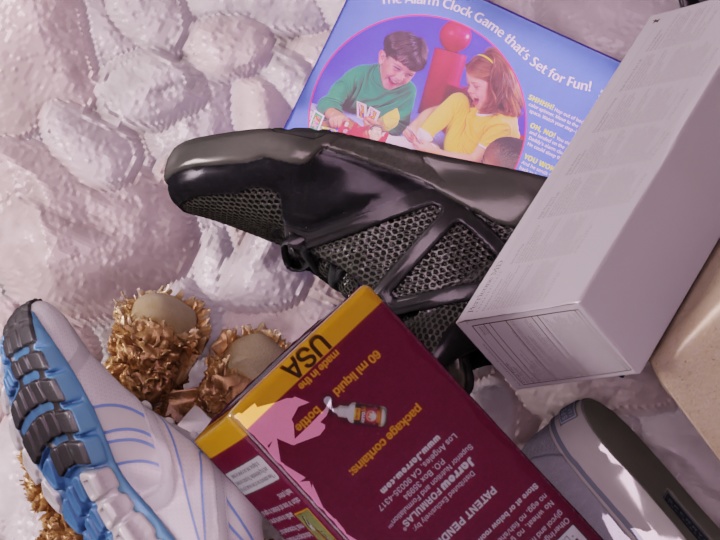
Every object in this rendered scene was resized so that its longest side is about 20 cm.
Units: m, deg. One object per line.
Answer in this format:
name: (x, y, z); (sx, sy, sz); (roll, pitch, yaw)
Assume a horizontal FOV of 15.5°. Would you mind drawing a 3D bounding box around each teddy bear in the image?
teddy bear: (-0.103, 0.104, 1.265); (0.144, 0.067, 0.201); (9, 75, -5)

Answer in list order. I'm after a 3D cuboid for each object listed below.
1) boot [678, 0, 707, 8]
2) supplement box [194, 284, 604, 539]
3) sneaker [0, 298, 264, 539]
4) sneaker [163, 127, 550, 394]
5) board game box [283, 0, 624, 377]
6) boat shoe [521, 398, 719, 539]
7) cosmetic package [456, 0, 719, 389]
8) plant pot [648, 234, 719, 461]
boot: (0.199, -0.196, 1.289); (0.131, 0.070, 0.201); (-25, 77, 4)
supplement box: (0.031, 0.113, 1.145); (0.086, 0.110, 0.200); (-43, 91, -14)
sneaker: (-0.091, 0.095, 1.207); (0.087, 0.075, 0.200); (-29, 85, -29)
sneaker: (0.000, 0.000, 1.216); (0.199, 0.076, 0.115); (13, 76, 0)
board game box: (0.067, -0.052, 1.282); (0.199, 0.045, 0.135); (26, 84, 7)
boat shoe: (0.142, 0.156, 1.242); (0.071, 0.070, 0.201); (-40, 86, 21)
cosmetic package: (0.128, -0.038, 1.176); (0.051, 0.082, 0.200); (48, 58, -24)
plant pot: (0.230, 0.025, 1.174); (0.177, 0.200, 0.200); (-35, 102, 9)
